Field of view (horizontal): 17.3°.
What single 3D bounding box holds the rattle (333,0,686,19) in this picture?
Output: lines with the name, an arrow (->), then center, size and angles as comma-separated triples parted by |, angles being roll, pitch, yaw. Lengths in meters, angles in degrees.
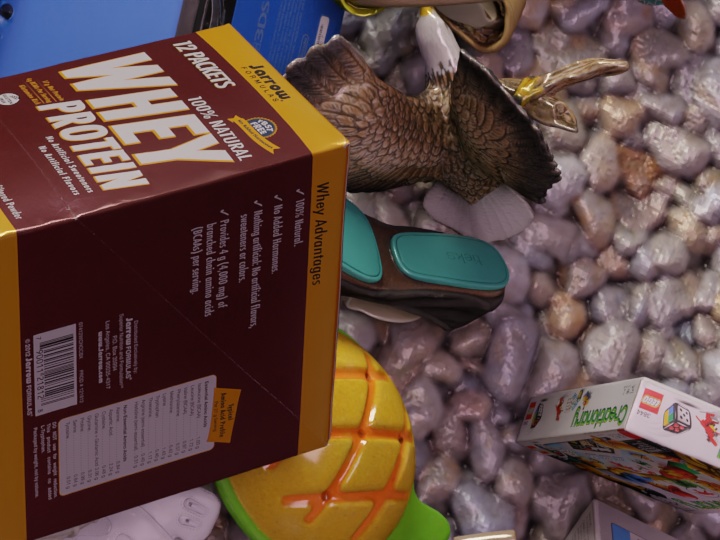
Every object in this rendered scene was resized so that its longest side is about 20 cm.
rattle -> 0.081, -0.209, 1.320 | 0.200, 0.130, 0.143 | -1, 86, 22

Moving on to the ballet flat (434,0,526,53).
ballet flat -> 0.040, -0.208, 1.417 | 0.200, 0.069, 0.063 | 44, 40, -34

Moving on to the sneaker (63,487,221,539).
sneaker -> -0.105, 0.191, 1.355 | 0.200, 0.075, 0.115 | 45, 79, -1

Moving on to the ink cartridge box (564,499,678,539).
ink cartridge box -> 0.203, 0.235, 1.377 | 0.176, 0.200, 0.045 | 28, 114, -10

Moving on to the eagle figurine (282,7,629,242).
eagle figurine -> 0.049, -0.088, 1.379 | 0.151, 0.200, 0.152 | 45, 115, 5

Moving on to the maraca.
maraca -> -0.019, 0.120, 1.375 | 0.137, 0.107, 0.200 | -34, 101, -32

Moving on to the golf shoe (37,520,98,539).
golf shoe -> -0.180, 0.126, 1.306 | 0.200, 0.075, 0.092 | -6, 102, -12

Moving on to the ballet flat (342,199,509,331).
ballet flat -> 0.000, 0.000, 1.390 | 0.200, 0.068, 0.068 | 19, 42, -36

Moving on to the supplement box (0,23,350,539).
supplement box -> -0.127, 0.006, 1.223 | 0.200, 0.133, 0.198 | -16, 130, -26

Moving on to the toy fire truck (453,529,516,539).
toy fire truck -> 0.037, 0.233, 1.331 | 0.176, 0.129, 0.200 | -12, 104, -15

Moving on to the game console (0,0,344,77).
game console -> -0.107, -0.143, 1.357 | 0.171, 0.118, 0.200 | 12, 92, -54

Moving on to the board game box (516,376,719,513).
board game box -> 0.181, 0.105, 1.380 | 0.126, 0.200, 0.035 | 22, 79, -10
